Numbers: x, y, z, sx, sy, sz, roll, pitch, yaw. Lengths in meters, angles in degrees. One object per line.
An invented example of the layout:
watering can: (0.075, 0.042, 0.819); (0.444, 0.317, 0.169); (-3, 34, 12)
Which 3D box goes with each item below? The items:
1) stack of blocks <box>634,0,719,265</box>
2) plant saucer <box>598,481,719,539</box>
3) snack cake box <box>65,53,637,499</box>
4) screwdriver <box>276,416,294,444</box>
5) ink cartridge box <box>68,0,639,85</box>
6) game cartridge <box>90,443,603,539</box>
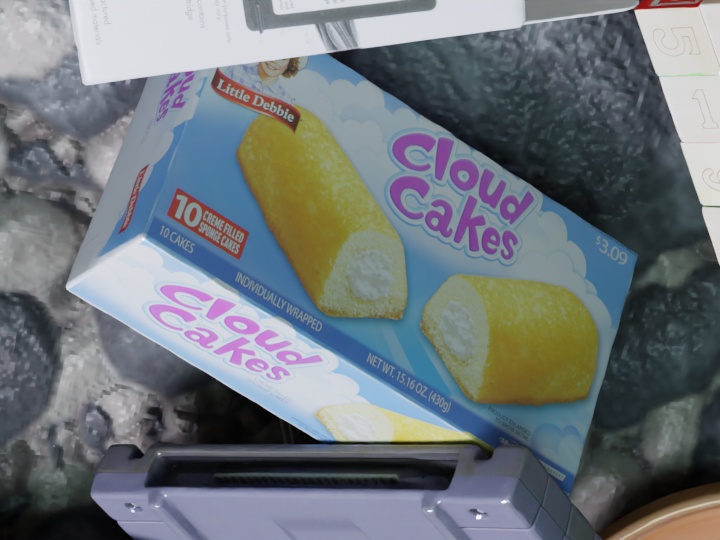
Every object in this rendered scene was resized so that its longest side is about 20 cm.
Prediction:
stack of blocks: (0.155, -0.113, 1.056); (0.058, 0.115, 0.201); (2, 125, 39)
plant saucer: (0.163, 0.173, 1.252); (0.198, 0.038, 0.201); (-2, 117, -4)
snack cake box: (0.000, 0.000, 1.095); (0.199, 0.116, 0.067); (31, 149, -20)
screwdriver: (-0.030, 0.052, 1.178); (0.029, 0.028, 0.201); (-30, 123, -24)
ink cartridge box: (-0.008, -0.130, 1.035); (0.198, 0.116, 0.068); (-8, 118, -3)
game cartridge: (0.005, 0.114, 1.133); (0.199, 0.039, 0.130); (-3, 139, 34)
